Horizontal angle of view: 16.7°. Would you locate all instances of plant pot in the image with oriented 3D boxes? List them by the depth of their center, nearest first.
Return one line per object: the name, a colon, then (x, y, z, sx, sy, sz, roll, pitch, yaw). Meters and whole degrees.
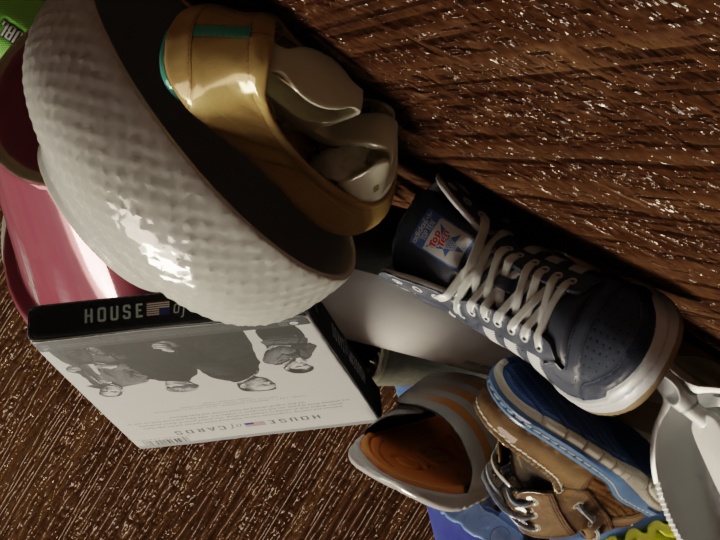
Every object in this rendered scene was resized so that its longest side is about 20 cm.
plant pot: (-0.129, -0.052, 1.413, 0.199, 0.200, 0.179, 30, 161, 30)

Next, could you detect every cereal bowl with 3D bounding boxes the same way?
cereal bowl: (-0.094, -0.051, 1.189, 0.200, 0.083, 0.200, 46, -164, -18)

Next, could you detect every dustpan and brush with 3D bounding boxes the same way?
dustpan and brush: (0.189, 0.085, 1.305, 0.139, 0.057, 0.201, -35, 81, 48)

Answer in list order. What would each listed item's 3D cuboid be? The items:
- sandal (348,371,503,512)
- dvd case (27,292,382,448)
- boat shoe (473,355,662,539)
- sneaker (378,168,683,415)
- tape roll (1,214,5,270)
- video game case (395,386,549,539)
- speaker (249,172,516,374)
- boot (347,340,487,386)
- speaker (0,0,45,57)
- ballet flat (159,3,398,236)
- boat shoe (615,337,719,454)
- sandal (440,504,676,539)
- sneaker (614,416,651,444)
sandal: (0.063, 0.086, 1.422, 0.079, 0.060, 0.206, 26, -162, 23)
dvd case: (-0.079, 0.053, 1.339, 0.149, 0.025, 0.200, -6, 160, 10)
boat shoe: (0.108, 0.110, 1.338, 0.200, 0.072, 0.072, 34, -163, -52)
sneaker: (0.080, 0.009, 1.251, 0.108, 0.070, 0.200, 31, -179, -23)
tape roll: (-0.139, -0.023, 1.769, 0.202, 0.203, 0.139, 30, 176, 34)
video game case: (0.109, 0.135, 1.675, 0.181, 0.045, 0.201, 9, -120, -49)
speaker: (0.000, 0.000, 1.354, 0.199, 0.082, 0.081, 15, -173, -33)
boot: (0.059, 0.063, 1.534, 0.200, 0.072, 0.183, 13, -131, -65)
speaker: (-0.241, -0.161, 1.607, 0.200, 0.089, 0.088, 33, 177, -29)
ballet flat: (-0.018, -0.065, 1.140, 0.063, 0.069, 0.200, -5, 161, 29)
boat shoe: (0.233, 0.109, 1.396, 0.199, 0.065, 0.071, 33, 177, -13)
sandal: (0.127, 0.155, 1.517, 0.080, 0.199, 0.088, 51, -159, -69)
sneaker: (0.151, 0.063, 1.489, 0.199, 0.081, 0.147, 28, -172, -15)
